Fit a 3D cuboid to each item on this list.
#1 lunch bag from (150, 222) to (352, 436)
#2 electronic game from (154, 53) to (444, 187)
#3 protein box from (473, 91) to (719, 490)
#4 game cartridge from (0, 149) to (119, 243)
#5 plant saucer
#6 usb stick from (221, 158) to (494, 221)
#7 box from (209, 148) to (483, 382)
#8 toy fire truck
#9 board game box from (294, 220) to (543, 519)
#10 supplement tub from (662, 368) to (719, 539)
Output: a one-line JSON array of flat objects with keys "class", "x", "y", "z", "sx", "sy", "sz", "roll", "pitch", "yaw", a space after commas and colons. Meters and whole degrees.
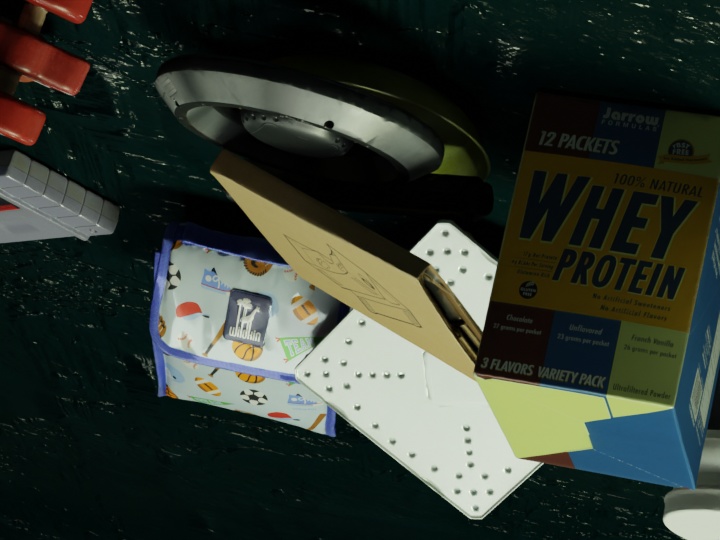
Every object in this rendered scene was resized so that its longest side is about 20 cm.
[{"class": "lunch bag", "x": -0.086, "y": 0.040, "z": 2.028, "sx": 0.169, "sy": 0.125, "sz": 0.201, "roll": 12, "pitch": 148, "yaw": 4}, {"class": "electronic game", "x": -0.040, "y": -0.101, "z": 1.607, "sx": 0.198, "sy": 0.042, "sz": 0.200, "roll": 15, "pitch": 170, "yaw": 3}, {"class": "protein box", "x": 0.175, "y": 0.017, "z": 1.640, "sx": 0.134, "sy": 0.202, "sz": 0.199, "roll": 9, "pitch": 162, "yaw": 15}, {"class": "game cartridge", "x": -0.317, "y": -0.059, "z": 2.061, "sx": 0.199, "sy": 0.039, "sz": 0.129, "roll": -4, "pitch": 159, "yaw": 44}, {"class": "plant saucer", "x": -0.003, "y": -0.104, "z": 1.689, "sx": 0.198, "sy": 0.031, "sz": 0.200, "roll": 12, "pitch": 161, "yaw": 4}, {"class": "usb stick", "x": -0.004, "y": -0.057, "z": 1.714, "sx": 0.198, "sy": 0.033, "sz": 0.055, "roll": 6, "pitch": -176, "yaw": 24}, {"class": "box", "x": 0.000, "y": 0.000, "z": 1.660, "sx": 0.199, "sy": 0.021, "sz": 0.164, "roll": 30, "pitch": 167, "yaw": 36}, {"class": "toy fire truck", "x": -0.277, "y": -0.166, "z": 1.608, "sx": 0.199, "sy": 0.113, "sz": 0.168, "roll": 22, "pitch": 179, "yaw": -21}, {"class": "board game box", "x": 0.081, "y": 0.077, "z": 1.918, "sx": 0.200, "sy": 0.026, "sz": 0.200, "roll": 38, "pitch": 121, "yaw": -10}, {"class": "supplement tub", "x": 0.303, "y": 0.102, "z": 1.803, "sx": 0.139, "sy": 0.202, "sz": 0.140, "roll": 12, "pitch": 162, "yaw": 4}]
